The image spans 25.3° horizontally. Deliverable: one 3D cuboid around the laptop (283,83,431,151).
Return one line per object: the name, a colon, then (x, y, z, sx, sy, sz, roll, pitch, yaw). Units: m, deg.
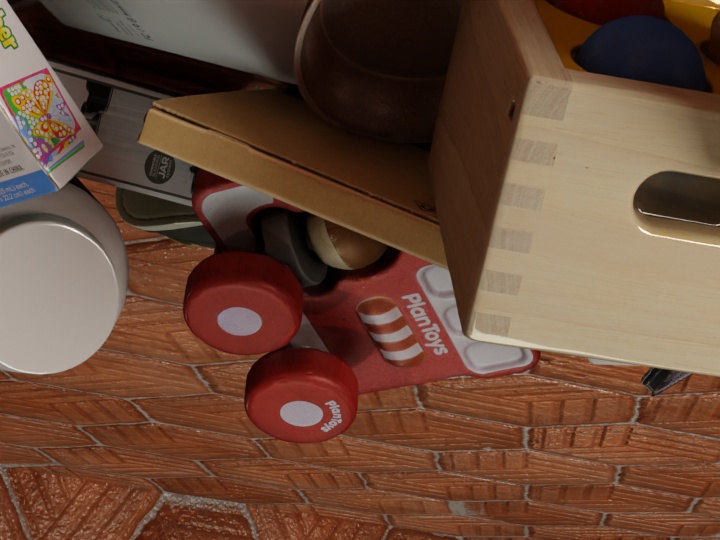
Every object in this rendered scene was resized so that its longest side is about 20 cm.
laptop: (0.042, -0.064, 0.973, 0.176, 0.104, 0.200, 11, 155, -16)

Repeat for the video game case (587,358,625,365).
video game case: (0.255, -0.006, 0.971, 0.181, 0.200, 0.023, 0, 124, 41)

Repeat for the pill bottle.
pill bottle: (-0.194, -0.005, 0.930, 0.110, 0.112, 0.200, 11, -172, -19)

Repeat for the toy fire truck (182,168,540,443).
toy fire truck: (0.000, 0.000, 0.901, 0.166, 0.113, 0.201, -13, 135, 17)

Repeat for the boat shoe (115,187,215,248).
boat shoe: (-0.075, -0.049, 1.134, 0.199, 0.072, 0.060, 5, 169, 27)

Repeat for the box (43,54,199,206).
box: (-0.158, -0.088, 0.965, 0.198, 0.061, 0.117, 14, -174, -26)

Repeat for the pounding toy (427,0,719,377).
pounding toy: (0.140, -0.065, 0.626, 0.198, 0.143, 0.185, 8, -154, -7)

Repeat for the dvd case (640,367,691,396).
dvd case: (0.221, 0.001, 0.798, 0.148, 0.016, 0.200, -29, 166, -9)

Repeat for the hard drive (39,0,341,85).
hard drive: (-0.085, -0.137, 0.816, 0.198, 0.026, 0.132, 16, 170, 17)

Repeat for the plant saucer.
plant saucer: (0.062, -0.127, 0.716, 0.198, 0.035, 0.201, -15, 155, -7)

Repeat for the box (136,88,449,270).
box: (0.018, -0.038, 0.740, 0.199, 0.021, 0.163, 22, -166, 12)

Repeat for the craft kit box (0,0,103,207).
craft kit box: (-0.254, -0.114, 0.820, 0.199, 0.049, 0.198, -10, 123, 43)
